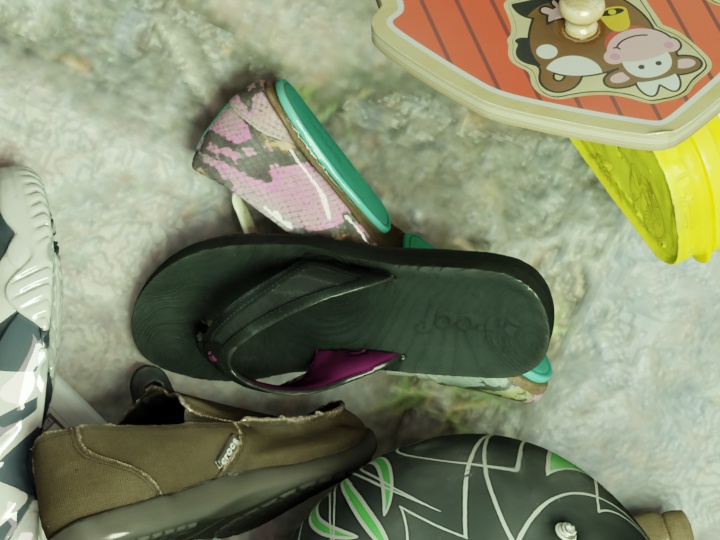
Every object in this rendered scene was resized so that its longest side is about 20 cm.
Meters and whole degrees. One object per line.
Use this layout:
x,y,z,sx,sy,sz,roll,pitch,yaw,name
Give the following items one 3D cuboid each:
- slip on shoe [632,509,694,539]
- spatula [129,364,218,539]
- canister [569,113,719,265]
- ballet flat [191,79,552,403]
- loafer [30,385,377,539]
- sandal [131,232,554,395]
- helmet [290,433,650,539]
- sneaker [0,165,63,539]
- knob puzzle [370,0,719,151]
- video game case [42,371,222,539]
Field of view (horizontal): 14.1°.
0.165,0.209,1.416,0.061,0.076,0.200,-25,98,-2,slip on shoe
-0.066,0.138,1.340,0.056,0.021,0.200,-21,86,-19,spatula
0.197,-0.103,1.328,0.200,0.149,0.087,-24,141,-10,canister
0.000,0.000,1.344,0.071,0.069,0.200,-41,104,15,ballet flat
-0.067,0.079,1.285,0.073,0.200,0.071,-31,78,34,loafer
-0.015,0.023,1.300,0.200,0.048,0.075,-2,122,20,sandal
0.049,0.165,1.274,0.200,0.200,0.191,-40,108,-4,helmet
-0.200,0.051,1.289,0.129,0.079,0.200,3,90,-2,sneaker
0.100,-0.130,1.277,0.219,0.220,0.030,-13,138,-11,knob puzzle
-0.155,0.176,1.355,0.200,0.023,0.182,-44,107,-4,video game case
